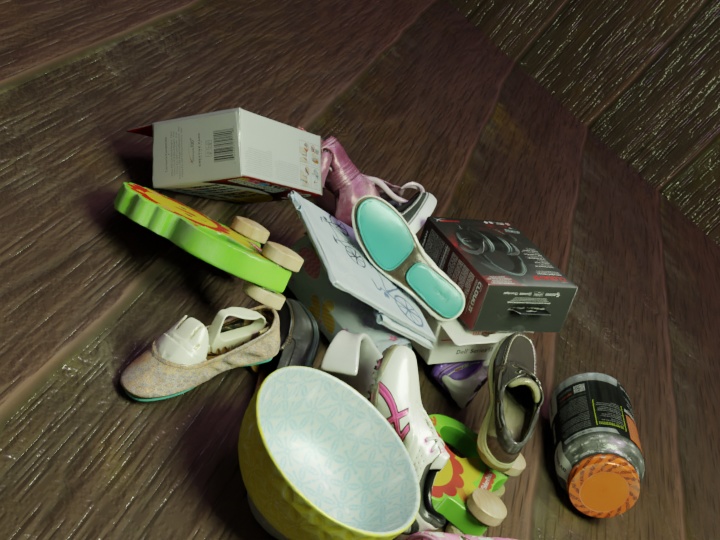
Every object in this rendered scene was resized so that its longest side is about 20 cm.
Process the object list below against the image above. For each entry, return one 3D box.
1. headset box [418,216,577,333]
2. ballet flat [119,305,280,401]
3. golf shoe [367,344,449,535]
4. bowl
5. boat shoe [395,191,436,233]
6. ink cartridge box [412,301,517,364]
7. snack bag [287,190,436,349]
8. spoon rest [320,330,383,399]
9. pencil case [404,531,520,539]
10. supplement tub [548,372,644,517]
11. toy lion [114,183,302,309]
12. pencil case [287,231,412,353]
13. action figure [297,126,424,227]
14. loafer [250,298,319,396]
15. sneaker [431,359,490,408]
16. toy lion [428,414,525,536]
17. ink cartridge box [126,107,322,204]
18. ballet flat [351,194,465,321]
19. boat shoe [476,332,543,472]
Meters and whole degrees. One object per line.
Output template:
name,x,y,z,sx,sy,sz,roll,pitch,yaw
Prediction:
headset box,0.184,0.010,1.457,0.148,0.078,0.200,2,29,-28
ballet flat,-0.160,0.074,1.106,0.068,0.068,0.199,33,32,29
golf shoe,0.056,0.180,1.157,0.073,0.091,0.202,9,80,-67
bowl,-0.050,0.204,1.059,0.199,0.108,0.201,33,28,-20
boat shoe,0.032,-0.051,1.508,0.057,0.069,0.200,48,64,-11
ink cartridge box,0.117,0.065,1.475,0.116,0.068,0.200,-1,33,-30
snack bag,0.000,0.000,1.345,0.200,0.021,0.189,31,23,-41
spoon rest,-0.002,0.114,1.224,0.099,0.061,0.200,9,-18,11
pencil case,0.128,0.327,1.158,0.199,0.083,0.087,17,51,-44
supplement tub,0.333,0.246,1.526,0.122,0.123,0.200,36,26,-14
toy lion,-0.183,-0.041,1.223,0.191,0.069,0.200,25,5,-28
pencil case,-0.021,0.044,1.372,0.090,0.083,0.200,-17,63,-46
action figure,-0.025,-0.134,1.577,0.201,0.148,0.134,53,27,-13
loafer,-0.090,0.097,1.211,0.072,0.073,0.201,24,30,-25
sneaker,0.156,0.117,1.527,0.083,0.081,0.200,38,25,8
toy lion,0.090,0.230,1.286,0.191,0.069,0.200,37,25,6
ink cartridge box,-0.170,-0.137,1.367,0.200,0.174,0.085,7,80,-63
ballet flat,0.055,-0.013,1.382,0.200,0.069,0.070,47,24,-11
boat shoe,0.195,0.153,1.327,0.073,0.065,0.201,29,47,-16
